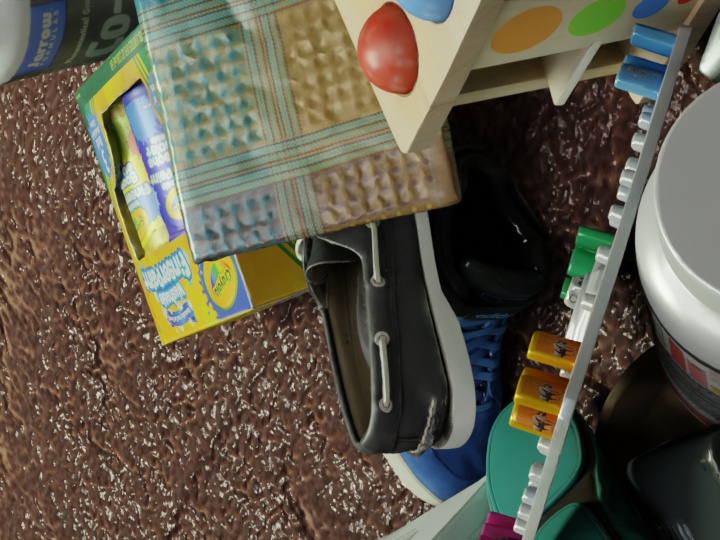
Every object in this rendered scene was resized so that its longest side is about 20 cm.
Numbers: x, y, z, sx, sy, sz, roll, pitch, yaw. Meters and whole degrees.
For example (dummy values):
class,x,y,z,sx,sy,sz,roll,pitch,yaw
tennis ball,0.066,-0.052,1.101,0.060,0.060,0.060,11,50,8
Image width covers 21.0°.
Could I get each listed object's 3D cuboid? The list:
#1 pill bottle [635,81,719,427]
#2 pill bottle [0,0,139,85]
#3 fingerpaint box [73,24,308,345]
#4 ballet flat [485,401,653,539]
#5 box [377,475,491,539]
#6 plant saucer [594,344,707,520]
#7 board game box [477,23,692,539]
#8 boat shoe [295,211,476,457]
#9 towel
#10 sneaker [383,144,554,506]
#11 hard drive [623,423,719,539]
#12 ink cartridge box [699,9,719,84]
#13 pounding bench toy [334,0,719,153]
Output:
class,x,y,z,sx,sy,sz,roll,pitch,yaw
pill bottle,0.171,-0.001,0.791,0.116,0.116,0.200,51,179,20
pill bottle,-0.194,-0.171,1.135,0.113,0.199,0.115,20,119,41
fingerpaint box,-0.089,-0.054,1.116,0.200,0.073,0.168,-19,91,69
ballet flat,0.110,0.132,0.952,0.070,0.067,0.200,48,-171,-22
box,0.075,0.230,1.035,0.201,0.097,0.124,52,138,-2
plant saucer,0.197,0.123,0.949,0.199,0.029,0.202,20,118,43
board game box,0.095,0.021,0.863,0.026,0.201,0.201,17,150,7
boat shoe,0.000,0.000,0.978,0.074,0.060,0.202,-50,51,56
towel,-0.037,-0.116,0.953,0.145,0.022,0.202,-12,90,14
sneaker,0.055,0.031,1.033,0.111,0.076,0.202,-3,96,57
hard drive,0.172,0.138,0.852,0.200,0.033,0.141,100,144,-81
ink cartridge box,0.239,-0.130,0.792,0.160,0.047,0.201,40,133,32
pounding bench toy,0.052,-0.178,0.872,0.201,0.155,0.124,67,155,23
